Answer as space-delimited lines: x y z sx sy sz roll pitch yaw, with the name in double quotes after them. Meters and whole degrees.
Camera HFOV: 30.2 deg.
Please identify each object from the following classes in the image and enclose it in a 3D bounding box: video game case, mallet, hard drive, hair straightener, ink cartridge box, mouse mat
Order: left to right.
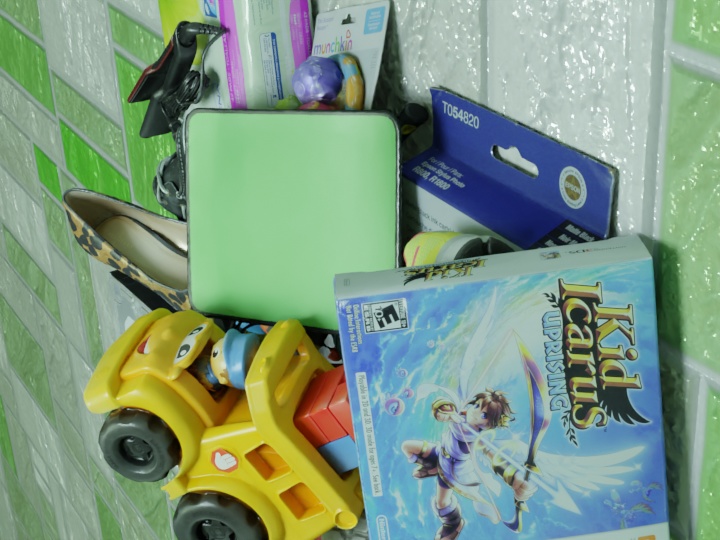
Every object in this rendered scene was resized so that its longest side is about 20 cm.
-0.172 0.090 1.216 0.200 0.038 0.140 34 133 52 "hard drive"
-0.149 -0.151 1.128 0.200 0.041 0.077 -31 77 59 "hair straightener"
-0.052 -0.037 0.965 0.200 0.008 0.161 6 100 36 "mouse mat"
0.003 -0.072 1.027 0.200 0.066 0.041 -31 49 49 "mallet"
0.090 -0.001 0.887 0.200 0.041 0.200 35 136 52 "ink cartridge box"
0.086 0.089 0.791 0.045 0.181 0.200 -98 -1 -71 "video game case"

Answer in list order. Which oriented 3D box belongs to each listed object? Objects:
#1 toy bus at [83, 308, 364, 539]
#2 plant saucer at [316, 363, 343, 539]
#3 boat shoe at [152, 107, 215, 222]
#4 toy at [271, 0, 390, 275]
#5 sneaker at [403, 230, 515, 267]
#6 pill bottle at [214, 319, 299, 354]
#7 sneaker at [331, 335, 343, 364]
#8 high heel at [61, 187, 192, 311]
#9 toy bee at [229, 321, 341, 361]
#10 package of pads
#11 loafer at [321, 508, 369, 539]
-0.066 0.102 0.955 0.192 0.136 0.200 -28 109 33 "toy bus"
-0.015 0.147 1.074 0.200 0.037 0.200 -3 123 36 "plant saucer"
-0.139 -0.066 1.111 0.200 0.071 0.072 88 -175 -62 "boat shoe"
-0.038 -0.101 0.988 0.115 0.047 0.200 9 92 60 "toy"
0.060 0.064 0.863 0.090 0.078 0.200 30 122 55 "sneaker"
-0.115 0.076 1.265 0.113 0.113 0.200 -29 79 64 "pill bottle"
0.000 0.000 1.030 0.086 0.078 0.200 54 149 40 "sneaker"
-0.162 -0.025 1.073 0.143 0.071 0.200 41 155 -20 "high heel"
-0.062 0.038 1.144 0.131 0.109 0.200 -51 16 40 "toy bee"
-0.104 -0.189 1.128 0.200 0.068 0.155 28 129 57 "package of pads"
0.065 0.225 1.016 0.200 0.070 0.070 17 91 30 "loafer"
